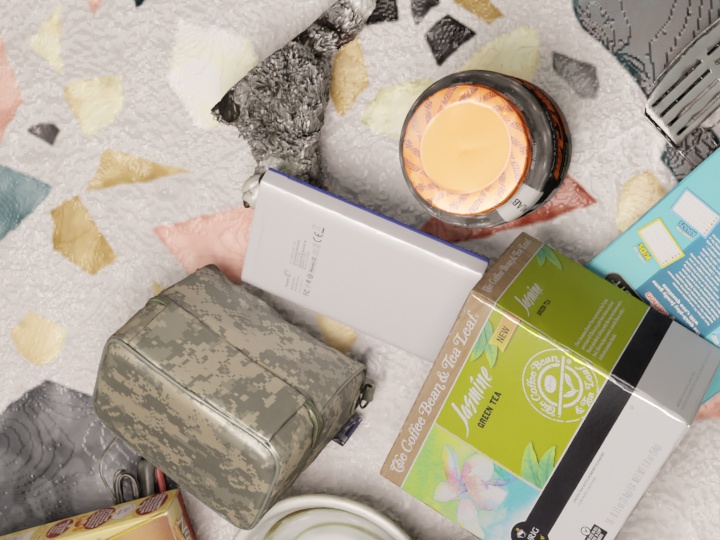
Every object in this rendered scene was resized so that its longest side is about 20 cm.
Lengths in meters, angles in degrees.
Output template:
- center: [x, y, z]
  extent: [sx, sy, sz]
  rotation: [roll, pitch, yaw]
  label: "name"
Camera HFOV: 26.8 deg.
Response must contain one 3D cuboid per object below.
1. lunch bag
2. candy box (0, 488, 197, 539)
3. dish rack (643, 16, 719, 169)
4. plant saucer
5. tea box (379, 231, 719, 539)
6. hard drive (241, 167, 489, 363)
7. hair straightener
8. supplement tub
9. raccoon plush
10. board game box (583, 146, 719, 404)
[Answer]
- center: [-0.106, 0.097, 1.304]
  extent: [0.199, 0.168, 0.140]
  rotation: [34, 140, 11]
  label: "lunch bag"
- center: [-0.237, 0.278, 1.336]
  extent: [0.198, 0.055, 0.117]
  rotation: [-16, 103, 11]
  label: "candy box"
- center: [0.335, -0.111, 1.220]
  extent: [0.153, 0.055, 0.200]
  rotation: [-43, 89, 13]
  label: "dish rack"
- center: [-0.022, 0.281, 1.341]
  extent: [0.198, 0.050, 0.202]
  rotation: [5, 110, 15]
  label: "plant saucer"
- center: [0.153, 0.116, 1.224]
  extent: [0.196, 0.134, 0.201]
  rotation: [31, 122, 12]
  label: "tea box"
- center: [0.000, 0.000, 1.288]
  extent: [0.198, 0.025, 0.133]
  rotation: [23, 139, 5]
  label: "hard drive"
- center: [-0.198, 0.234, 1.380]
  extent: [0.041, 0.077, 0.202]
  rotation: [-2, 96, 41]
  label: "hair straightener"
- center: [0.101, -0.097, 1.211]
  extent: [0.121, 0.200, 0.124]
  rotation: [1, 96, 14]
  label: "supplement tub"
- center: [-0.034, -0.133, 1.304]
  extent: [0.200, 0.097, 0.134]
  rotation: [-40, 93, 14]
  label: "raccoon plush"
- center: [0.290, -0.002, 1.208]
  extent: [0.151, 0.047, 0.200]
  rotation: [50, 131, 6]
  label: "board game box"
